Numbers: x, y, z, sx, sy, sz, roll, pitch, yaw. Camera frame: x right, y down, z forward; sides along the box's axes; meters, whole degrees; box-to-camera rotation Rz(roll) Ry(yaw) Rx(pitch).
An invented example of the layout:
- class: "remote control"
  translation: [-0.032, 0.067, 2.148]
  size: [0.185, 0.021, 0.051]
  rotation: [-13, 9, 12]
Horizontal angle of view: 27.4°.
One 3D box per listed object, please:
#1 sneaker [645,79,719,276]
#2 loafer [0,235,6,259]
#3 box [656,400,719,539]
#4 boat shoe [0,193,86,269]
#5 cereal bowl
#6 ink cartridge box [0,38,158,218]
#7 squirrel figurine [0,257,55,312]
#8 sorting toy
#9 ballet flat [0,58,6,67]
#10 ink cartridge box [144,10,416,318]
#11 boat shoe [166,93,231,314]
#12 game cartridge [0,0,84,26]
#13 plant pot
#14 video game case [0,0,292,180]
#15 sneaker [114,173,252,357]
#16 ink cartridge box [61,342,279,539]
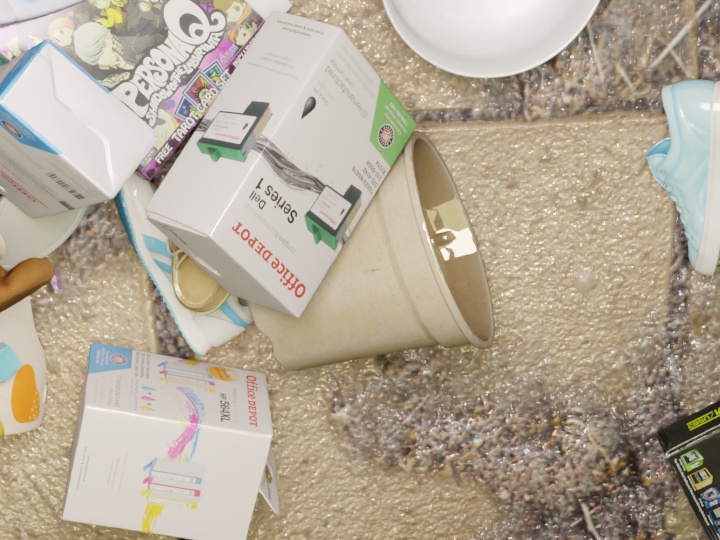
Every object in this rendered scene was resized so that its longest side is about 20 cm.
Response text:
- class: "sneaker"
  translation: [0.308, -0.090, 1.380]
  size: [0.082, 0.074, 0.201]
  rotation: [10, 122, 22]
- class: "loafer"
  translation: [-0.343, -0.076, 1.177]
  size: [0.200, 0.068, 0.076]
  rotation: [47, 144, 11]
- class: "box"
  translation: [0.431, 0.207, 1.530]
  size: [0.192, 0.048, 0.201]
  rotation: [-26, 115, 8]
- class: "boat shoe"
  translation: [-0.273, -0.089, 1.310]
  size: [0.073, 0.062, 0.200]
  rotation: [23, 112, -34]
- class: "cereal bowl"
  translation: [0.108, -0.270, 1.255]
  size: [0.199, 0.083, 0.201]
  rotation: [-2, 115, -5]
- class: "ink cartridge box"
  translation: [-0.258, -0.108, 1.189]
  size: [0.116, 0.200, 0.068]
  rotation: [42, 68, -22]
- class: "squirrel figurine"
  translation: [-0.394, -0.012, 1.219]
  size: [0.141, 0.200, 0.187]
  rotation: [-38, 86, 34]
- class: "sorting toy"
  translation: [-0.383, 0.050, 1.353]
  size: [0.199, 0.107, 0.181]
  rotation: [8, 94, -10]
- class: "ballet flat"
  translation: [-0.350, -0.168, 1.260]
  size: [0.199, 0.068, 0.067]
  rotation: [-5, 145, -18]
- class: "ink cartridge box"
  translation: [-0.061, -0.083, 1.201]
  size: [0.201, 0.084, 0.146]
  rotation: [-60, 140, -12]
- class: "boat shoe"
  translation: [-0.127, -0.056, 1.257]
  size: [0.073, 0.063, 0.202]
  rotation: [23, 107, 14]
- class: "game cartridge"
  translation: [-0.247, -0.275, 1.168]
  size: [0.199, 0.040, 0.134]
  rotation: [-29, 109, -14]
- class: "plant pot"
  translation: [0.000, 0.000, 1.322]
  size: [0.183, 0.201, 0.201]
  rotation: [-18, 116, 15]
- class: "video game case"
  translation: [-0.184, -0.209, 1.238]
  size: [0.181, 0.036, 0.200]
  rotation: [42, 82, -21]
- class: "sneaker"
  translation: [-0.162, -0.021, 1.350]
  size: [0.081, 0.077, 0.201]
  rotation: [-30, 119, -5]
- class: "ink cartridge box"
  translation: [-0.169, 0.165, 1.397]
  size: [0.199, 0.129, 0.126]
  rotation: [10, 113, -12]
